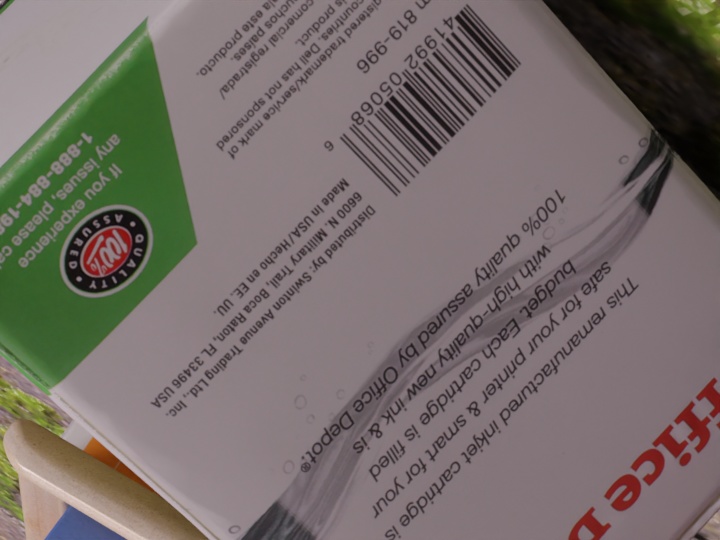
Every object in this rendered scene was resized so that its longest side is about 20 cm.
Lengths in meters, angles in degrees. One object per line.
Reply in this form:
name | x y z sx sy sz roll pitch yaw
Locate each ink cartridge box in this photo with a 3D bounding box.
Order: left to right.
ink cartridge box | 0.000 0.000 0.727 0.200 0.147 0.083 46 177 -28

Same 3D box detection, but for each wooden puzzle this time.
wooden puzzle | -0.037 0.141 0.969 0.185 0.046 0.200 29 158 13

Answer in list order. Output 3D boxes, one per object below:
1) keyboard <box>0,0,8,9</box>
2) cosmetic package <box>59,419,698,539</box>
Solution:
keyboard | -0.175 -0.099 0.869 0.200 0.021 0.127 19 168 -26
cosmetic package | 0.002 0.088 1.000 0.200 0.101 0.071 32 159 4
